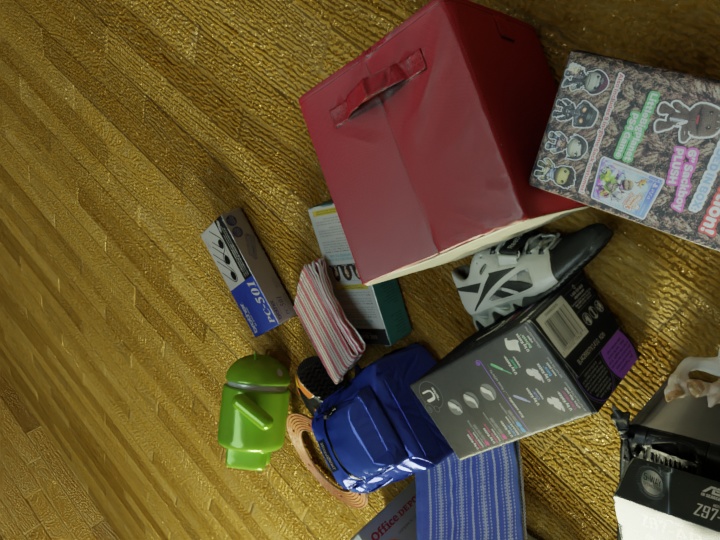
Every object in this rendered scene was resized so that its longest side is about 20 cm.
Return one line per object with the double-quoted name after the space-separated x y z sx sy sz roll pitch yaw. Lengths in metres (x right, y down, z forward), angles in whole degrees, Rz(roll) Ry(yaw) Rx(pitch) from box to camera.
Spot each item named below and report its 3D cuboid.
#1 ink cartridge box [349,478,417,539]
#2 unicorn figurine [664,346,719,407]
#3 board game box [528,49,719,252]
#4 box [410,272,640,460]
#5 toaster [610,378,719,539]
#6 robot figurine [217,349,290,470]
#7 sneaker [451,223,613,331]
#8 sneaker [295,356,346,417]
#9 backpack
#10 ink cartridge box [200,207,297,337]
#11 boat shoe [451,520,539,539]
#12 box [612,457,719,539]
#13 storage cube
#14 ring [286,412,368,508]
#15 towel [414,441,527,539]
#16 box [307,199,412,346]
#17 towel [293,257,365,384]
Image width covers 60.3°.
0.080 0.452 0.925 0.200 0.145 0.145 45 136 18 "ink cartridge box"
0.316 0.084 0.480 0.201 0.137 0.074 63 163 14 "unicorn figurine"
0.253 -0.080 0.438 0.200 0.159 0.097 27 116 33 "board game box"
0.169 0.107 0.664 0.106 0.122 0.200 55 138 6 "box"
0.332 0.204 0.553 0.180 0.118 0.201 12 119 41 "toaster"
-0.183 0.237 1.073 0.115 0.175 0.201 6 86 5 "robot figurine"
0.163 -0.010 0.644 0.089 0.074 0.200 56 139 5 "sneaker"
-0.034 0.230 0.994 0.200 0.070 0.090 52 155 11 "sneaker"
0.018 0.210 0.845 0.200 0.167 0.163 -44 66 49 "backpack"
-0.188 0.005 1.035 0.094 0.044 0.201 -30 88 51 "ink cartridge box"
0.211 0.385 0.815 0.202 0.065 0.075 41 135 23 "boat shoe"
0.300 0.235 0.454 0.199 0.044 0.161 8 129 43 "box"
0.084 -0.107 0.560 0.171 0.200 0.181 -23 83 38 "storage cube"
-0.056 0.326 1.072 0.200 0.019 0.201 34 142 31 "ring"
0.135 0.293 0.814 0.200 0.024 0.145 -36 45 49 "towel"
0.000 0.000 0.835 0.082 0.049 0.201 -4 108 47 "box"
-0.047 0.080 0.897 0.147 0.030 0.200 62 161 14 "towel"
